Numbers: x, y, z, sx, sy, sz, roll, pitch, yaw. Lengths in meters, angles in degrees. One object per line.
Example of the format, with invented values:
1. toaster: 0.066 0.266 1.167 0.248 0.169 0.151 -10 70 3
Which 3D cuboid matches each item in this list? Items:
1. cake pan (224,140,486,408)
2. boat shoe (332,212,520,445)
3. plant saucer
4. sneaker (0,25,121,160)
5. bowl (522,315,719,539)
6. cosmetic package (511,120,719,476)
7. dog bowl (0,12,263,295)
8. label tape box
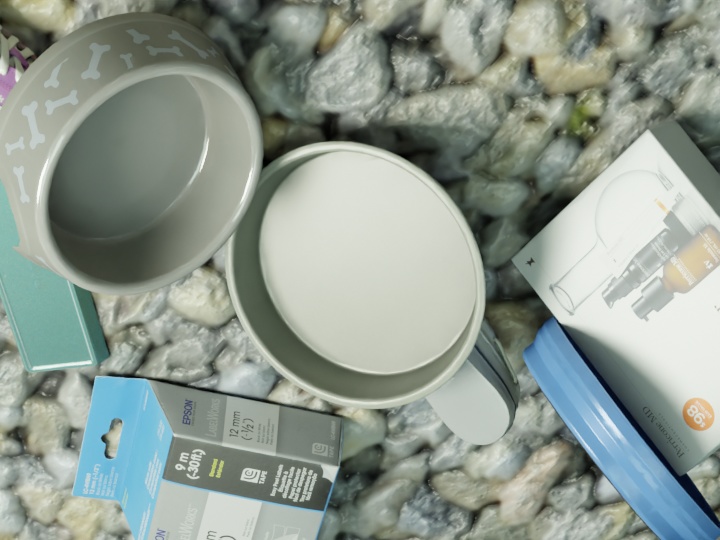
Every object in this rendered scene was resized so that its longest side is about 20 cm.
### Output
1. cake pan: 0.000 0.000 1.533 0.199 0.037 0.201 8 112 20
2. boat shoe: 0.054 0.034 1.587 0.072 0.066 0.200 -35 98 30
3. plant saucer: -0.244 0.000 1.602 0.070 0.019 0.201 -6 129 7
4. sneaker: -0.248 -0.143 1.455 0.199 0.073 0.115 10 121 -11
5. bowl: 0.189 0.123 1.565 0.039 0.201 0.201 -39 120 6
6. cosmetic package: 0.223 0.020 1.509 0.200 0.052 0.151 52 124 12
7. dog bowl: -0.153 -0.072 1.455 0.199 0.059 0.201 -20 129 -26
8. label tape box: -0.126 0.168 1.703 0.199 0.066 0.144 11 128 -8
